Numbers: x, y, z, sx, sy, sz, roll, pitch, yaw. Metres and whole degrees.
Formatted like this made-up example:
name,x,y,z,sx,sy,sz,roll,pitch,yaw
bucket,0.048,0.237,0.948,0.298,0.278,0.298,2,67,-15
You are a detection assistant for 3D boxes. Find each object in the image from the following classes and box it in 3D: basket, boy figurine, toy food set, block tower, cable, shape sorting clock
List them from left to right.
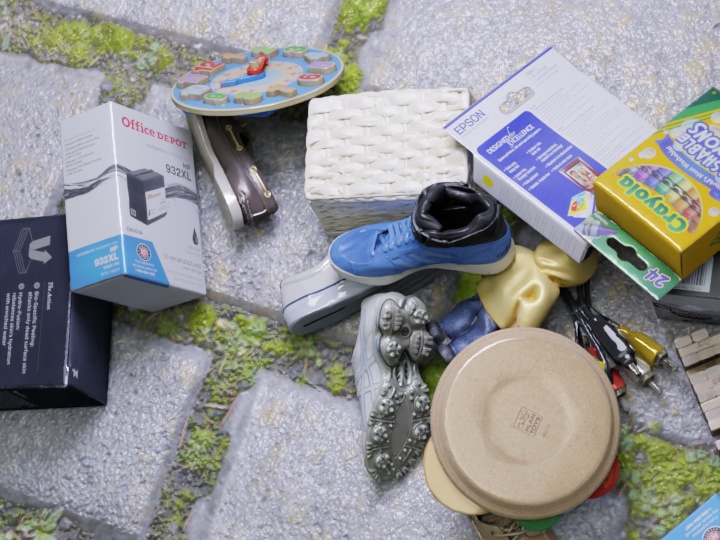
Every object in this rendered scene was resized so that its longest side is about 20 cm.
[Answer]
name,x,y,z,sx,sy,sz,roll,pitch,yaw
shape sorting clock,-0.116,-0.217,1.823,0.198,0.200,0.040,-7,114,13
basket,0.043,-0.120,1.769,0.198,0.123,0.137,-2,73,14
boy figurine,0.161,0.023,1.711,0.200,0.064,0.125,-39,42,7
toy food set,0.167,0.157,1.631,0.196,0.049,0.202,10,76,4
cable,0.245,0.061,1.717,0.097,0.050,0.201,-40,56,11
block tower,0.378,0.157,1.634,0.054,0.058,0.202,-22,71,8

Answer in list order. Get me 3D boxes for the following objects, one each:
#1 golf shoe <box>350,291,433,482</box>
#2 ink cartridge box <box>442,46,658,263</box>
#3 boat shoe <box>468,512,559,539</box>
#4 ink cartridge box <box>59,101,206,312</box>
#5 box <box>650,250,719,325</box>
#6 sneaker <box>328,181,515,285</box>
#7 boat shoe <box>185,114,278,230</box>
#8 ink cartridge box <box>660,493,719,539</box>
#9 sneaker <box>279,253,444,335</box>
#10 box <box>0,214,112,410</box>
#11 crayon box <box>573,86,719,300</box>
name,x,y,z,sx,sy,sz,roll,pitch,yaw
golf shoe,0.027,0.121,1.734,0.097,0.078,0.202,16,101,60
ink cartridge box,0.215,-0.124,1.711,0.200,0.047,0.197,39,54,19
boat shoe,0.148,0.260,1.659,0.071,0.065,0.201,-37,68,1
ink cartridge box,-0.253,-0.069,1.809,0.083,0.145,0.202,-17,71,31
box,0.402,-0.011,1.647,0.198,0.115,0.133,6,77,18
sneaker,0.054,-0.043,1.675,0.198,0.112,0.077,0,58,16
boat shoe,-0.153,-0.139,1.858,0.059,0.072,0.201,-18,63,-12
ink cartridge box,0.359,0.342,1.569,0.146,0.084,0.200,-40,68,0
sneaker,0.000,0.000,1.773,0.198,0.073,0.071,-21,66,5
box,-0.392,0.052,1.837,0.198,0.117,0.199,-4,73,15
crayon box,0.320,-0.078,1.588,0.199,0.052,0.126,-38,55,-13
